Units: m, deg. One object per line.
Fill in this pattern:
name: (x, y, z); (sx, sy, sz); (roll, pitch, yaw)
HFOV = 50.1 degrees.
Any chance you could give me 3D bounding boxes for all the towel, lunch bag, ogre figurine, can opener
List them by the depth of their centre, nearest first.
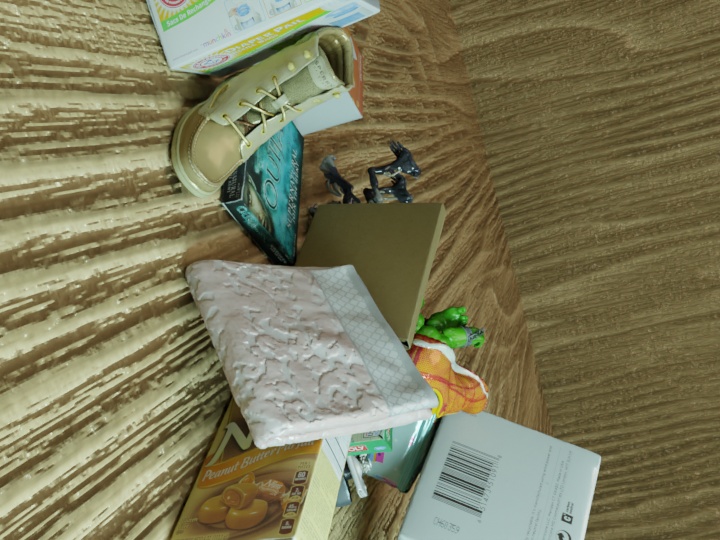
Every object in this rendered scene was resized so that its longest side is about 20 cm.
towel: (-0.046, 0.065, 0.713); (0.191, 0.032, 0.200); (0, 43, -35)
can opener: (-0.036, 0.172, 0.896); (0.053, 0.066, 0.200); (68, 5, -77)
lunch bag: (0.070, 0.211, 1.044); (0.200, 0.077, 0.161); (15, 94, -77)
ogre figurine: (0.082, 0.070, 1.168); (0.200, 0.098, 0.120); (49, 35, 9)

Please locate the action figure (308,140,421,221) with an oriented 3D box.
action figure: (-0.013, -0.097, 1.068); (0.200, 0.102, 0.119); (-36, 152, -29)

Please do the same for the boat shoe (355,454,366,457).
boat shoe: (-0.005, 0.159, 0.989); (0.059, 0.072, 0.200); (26, 56, -15)

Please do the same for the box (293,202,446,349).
box: (0.000, 0.000, 0.872); (0.021, 0.163, 0.200); (69, 30, -45)

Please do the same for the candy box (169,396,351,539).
candy box: (-0.077, 0.175, 0.679); (0.200, 0.115, 0.055); (-74, 148, -54)

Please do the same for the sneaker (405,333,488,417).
sneaker: (0.087, 0.133, 0.872); (0.200, 0.073, 0.077); (39, 71, -52)

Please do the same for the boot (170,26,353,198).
boot: (-0.091, -0.161, 0.763); (0.073, 0.155, 0.200); (55, 36, -26)

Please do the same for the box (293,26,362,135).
box: (-0.077, -0.296, 1.010); (0.200, 0.097, 0.124); (54, 30, -51)

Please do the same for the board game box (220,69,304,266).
board game box: (-0.110, -0.121, 0.909); (0.135, 0.028, 0.200); (54, 30, -52)

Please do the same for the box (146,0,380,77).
box: (-0.099, -0.278, 0.770); (0.112, 0.200, 0.101); (-27, 100, -69)

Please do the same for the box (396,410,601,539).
box: (0.160, 0.297, 0.925); (0.131, 0.200, 0.199); (96, 17, -48)

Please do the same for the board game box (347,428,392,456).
board game box: (-0.030, 0.107, 0.831); (0.029, 0.134, 0.200); (62, 23, -45)
